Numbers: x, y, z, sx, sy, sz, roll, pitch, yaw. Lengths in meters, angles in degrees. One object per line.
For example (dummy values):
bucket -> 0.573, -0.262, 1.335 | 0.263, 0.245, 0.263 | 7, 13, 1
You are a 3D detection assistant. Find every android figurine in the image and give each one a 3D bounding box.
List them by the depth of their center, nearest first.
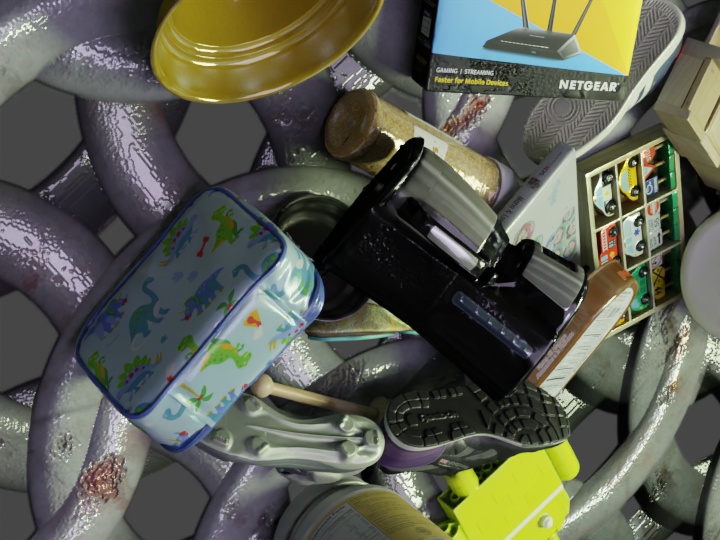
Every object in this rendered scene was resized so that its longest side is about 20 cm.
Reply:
android figurine -> 0.156, 0.246, 1.808 | 0.182, 0.041, 0.201 | -40, 127, -15

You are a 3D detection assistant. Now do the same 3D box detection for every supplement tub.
supplement tub -> 0.020, 0.292, 1.612 | 0.144, 0.200, 0.147 | -15, 119, -30
supplement tub -> 0.446, 0.015, 1.832 | 0.199, 0.145, 0.146 | 13, 103, -51

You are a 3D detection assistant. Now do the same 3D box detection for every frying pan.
frying pan -> -0.006, -0.017, 1.545 | 0.189, 0.031, 0.116 | -11, 83, -32

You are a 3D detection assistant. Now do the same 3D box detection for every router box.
router box -> 0.153, -0.234, 1.543 | 0.198, 0.051, 0.151 | 0, 111, -19

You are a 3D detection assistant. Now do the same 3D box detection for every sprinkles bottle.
sprinkles bottle -> 0.057, -0.098, 1.556 | 0.199, 0.068, 0.069 | 24, 95, -40

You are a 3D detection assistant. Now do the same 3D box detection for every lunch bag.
lunch bag -> -0.135, 0.036, 1.418 | 0.200, 0.161, 0.082 | -49, 132, -3

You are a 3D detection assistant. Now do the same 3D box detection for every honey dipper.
honey dipper -> -0.026, 0.126, 1.624 | 0.199, 0.038, 0.038 | 18, 100, -36

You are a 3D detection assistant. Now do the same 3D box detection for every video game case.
video game case -> 0.153, 0.003, 1.640 | 0.182, 0.024, 0.201 | -48, 150, -25

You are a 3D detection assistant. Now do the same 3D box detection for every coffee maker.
coffee maker -> 0.066, 0.016, 1.471 | 0.200, 0.135, 0.192 | 39, 121, -8

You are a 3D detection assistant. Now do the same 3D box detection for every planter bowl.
planter bowl -> -0.085, -0.226, 1.359 | 0.199, 0.084, 0.201 | -20, 155, -10

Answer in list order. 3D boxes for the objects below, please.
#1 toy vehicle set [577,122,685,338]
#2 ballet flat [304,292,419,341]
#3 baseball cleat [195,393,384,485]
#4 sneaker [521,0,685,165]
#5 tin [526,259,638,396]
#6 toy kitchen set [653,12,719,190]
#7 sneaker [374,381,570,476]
toy vehicle set -> 0.280, -0.040, 1.774 | 0.124, 0.026, 0.201 | -27, 124, -24
ballet flat -> 0.028, 0.032, 1.601 | 0.199, 0.071, 0.071 | 1, 110, -39
baseball cleat -> -0.080, 0.164, 1.577 | 0.198, 0.070, 0.107 | 13, 148, -15
sneaker -> 0.241, -0.172, 1.661 | 0.200, 0.075, 0.084 | -43, 163, 5
tin -> 0.203, 0.076, 1.717 | 0.200, 0.042, 0.112 | -52, 157, 15
toy kitchen set -> 0.423, -0.168, 1.696 | 0.164, 0.179, 0.200 | -64, 148, -6
sneaker -> 0.102, 0.157, 1.654 | 0.198, 0.076, 0.088 | 1, 144, -22
